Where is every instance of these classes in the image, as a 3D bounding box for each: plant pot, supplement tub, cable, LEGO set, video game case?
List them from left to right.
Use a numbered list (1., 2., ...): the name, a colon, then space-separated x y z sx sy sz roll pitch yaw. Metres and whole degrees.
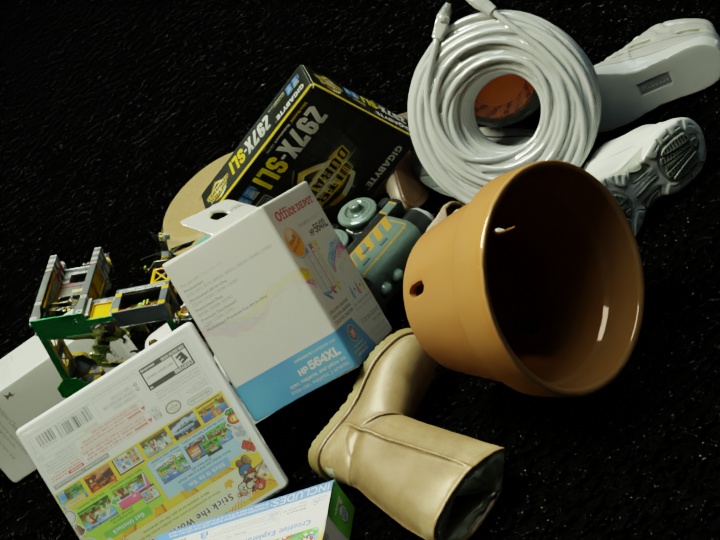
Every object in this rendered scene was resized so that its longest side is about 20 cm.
1. LEGO set: -0.239 0.042 1.477 0.199 0.154 0.116 -16 39 18
2. video game case: -0.198 0.178 1.367 0.199 0.183 0.023 -32 -1 3
3. supplement tub: 0.156 -0.225 1.596 0.122 0.123 0.200 -26 4 15
4. cable: 0.145 -0.163 1.464 0.201 0.199 0.069 -65 -12 16
5. plant pot: 0.132 0.016 1.259 0.140 0.200 0.200 -13 33 50

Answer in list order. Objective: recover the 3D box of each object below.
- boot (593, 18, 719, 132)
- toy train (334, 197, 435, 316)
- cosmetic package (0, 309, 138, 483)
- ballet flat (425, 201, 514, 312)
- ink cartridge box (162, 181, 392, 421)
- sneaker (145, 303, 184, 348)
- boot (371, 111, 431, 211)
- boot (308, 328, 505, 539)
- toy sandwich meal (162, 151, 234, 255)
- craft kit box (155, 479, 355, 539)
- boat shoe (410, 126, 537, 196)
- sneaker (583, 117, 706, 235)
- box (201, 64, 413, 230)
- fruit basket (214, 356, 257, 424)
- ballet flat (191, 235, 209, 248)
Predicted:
1. boot: 0.299 -0.215 1.570 0.199 0.074 0.096 -16 26 15
2. toy train: 0.000 0.000 1.534 0.114 0.085 0.200 16 52 39
3. cosmetic package: -0.351 0.135 1.651 0.200 0.113 0.081 -36 28 1
4. ballet flat: 0.117 -0.020 1.434 0.067 0.068 0.200 -61 29 12
5. ink cartridge box: -0.084 0.016 1.393 0.125 0.201 0.129 -29 4 22
6. sneaker: -0.184 0.028 1.637 0.199 0.116 0.074 -26 31 17
7. boot: 0.008 -0.106 1.708 0.146 0.070 0.200 -29 30 25
8. boot: 0.061 0.144 1.266 0.200 0.066 0.176 14 66 55
9. toy sandwich meal: -0.163 -0.080 1.838 0.204 0.070 0.206 -27 33 19
10. craft kit box: -0.110 0.289 1.237 0.199 0.049 0.198 -21 29 23
11. boat shoe: 0.147 -0.122 1.590 0.199 0.074 0.067 9 29 44
12. sneaker: 0.244 -0.079 1.416 0.200 0.078 0.099 -34 19 -16
13. box: -0.058 -0.114 1.603 0.200 0.159 0.049 -49 38 21
14. fruit basket: -0.183 0.160 1.490 0.199 0.094 0.185 -26 26 -20
15. ballet flat: -0.120 -0.042 1.715 0.200 0.071 0.069 -39 39 12
